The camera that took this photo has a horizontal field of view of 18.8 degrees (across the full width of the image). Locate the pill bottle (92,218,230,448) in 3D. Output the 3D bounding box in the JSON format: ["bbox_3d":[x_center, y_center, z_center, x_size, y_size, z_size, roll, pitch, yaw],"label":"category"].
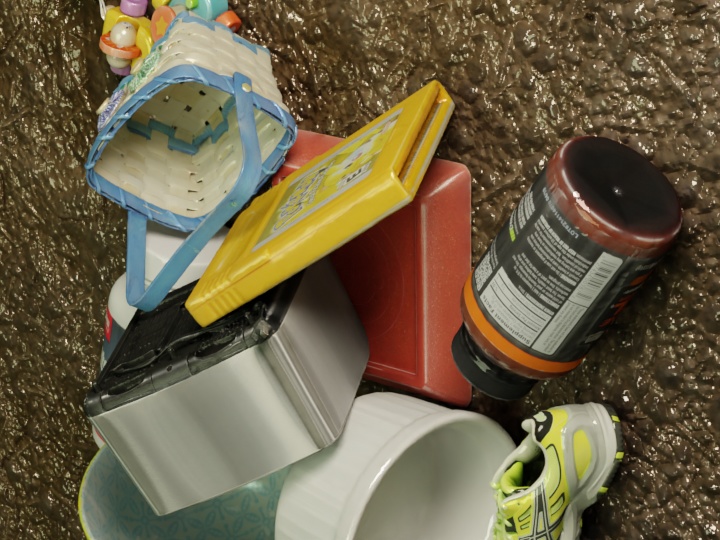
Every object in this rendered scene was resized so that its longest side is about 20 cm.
[{"bbox_3d":[-0.159,0.060,1.846,0.119,0.119,0.201,28,122,31],"label":"pill bottle"}]

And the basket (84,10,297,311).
[{"bbox_3d":[-0.137,-0.087,1.718,0.176,0.138,0.201,-45,39,33],"label":"basket"}]

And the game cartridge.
[{"bbox_3d":[-0.029,-0.052,1.620,0.199,0.177,0.033,-30,107,25],"label":"game cartridge"}]

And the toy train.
[{"bbox_3d":[-0.188,-0.235,1.810,0.199,0.055,0.151,3,107,41],"label":"toy train"}]

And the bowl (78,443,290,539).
[{"bbox_3d":[-0.124,0.212,1.767,0.199,0.200,0.108,31,142,30],"label":"bowl"}]

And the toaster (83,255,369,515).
[{"bbox_3d":[-0.101,0.078,1.671,0.180,0.200,0.119,-25,108,20],"label":"toaster"}]

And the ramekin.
[{"bbox_3d":[0.027,0.191,1.680,0.097,0.200,0.202,22,119,43],"label":"ramekin"}]

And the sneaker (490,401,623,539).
[{"bbox_3d":[0.127,0.180,1.649,0.076,0.076,0.201,-119,43,-55],"label":"sneaker"}]

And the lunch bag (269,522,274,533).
[{"bbox_3d":[-0.030,0.278,1.842,0.199,0.075,0.162,-2,106,43],"label":"lunch bag"}]

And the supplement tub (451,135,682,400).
[{"bbox_3d":[0.140,0.005,1.570,0.107,0.107,0.200,48,131,18],"label":"supplement tub"}]

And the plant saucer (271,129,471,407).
[{"bbox_3d":[0.000,0.000,1.740,0.199,0.037,0.202,14,115,38],"label":"plant saucer"}]
